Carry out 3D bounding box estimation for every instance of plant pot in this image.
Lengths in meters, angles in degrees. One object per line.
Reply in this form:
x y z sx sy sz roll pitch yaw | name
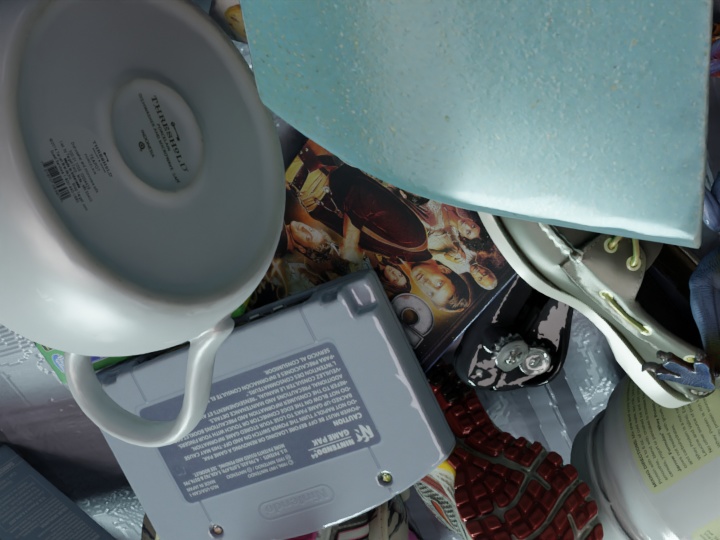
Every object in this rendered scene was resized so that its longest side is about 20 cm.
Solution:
0.052 -0.148 0.597 0.199 0.196 0.197 3 134 13 | plant pot

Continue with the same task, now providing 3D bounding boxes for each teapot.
-0.141 -0.039 0.678 0.146 0.201 0.197 -21 143 40 | teapot

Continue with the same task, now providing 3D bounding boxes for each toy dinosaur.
0.191 -0.026 0.700 0.104 0.182 0.200 4 152 21 | toy dinosaur

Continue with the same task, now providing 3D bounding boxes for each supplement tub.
0.237 0.095 0.825 0.145 0.145 0.200 32 128 -22 | supplement tub

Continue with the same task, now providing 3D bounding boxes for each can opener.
0.111 -0.011 0.793 0.063 0.079 0.201 14 122 -19 | can opener

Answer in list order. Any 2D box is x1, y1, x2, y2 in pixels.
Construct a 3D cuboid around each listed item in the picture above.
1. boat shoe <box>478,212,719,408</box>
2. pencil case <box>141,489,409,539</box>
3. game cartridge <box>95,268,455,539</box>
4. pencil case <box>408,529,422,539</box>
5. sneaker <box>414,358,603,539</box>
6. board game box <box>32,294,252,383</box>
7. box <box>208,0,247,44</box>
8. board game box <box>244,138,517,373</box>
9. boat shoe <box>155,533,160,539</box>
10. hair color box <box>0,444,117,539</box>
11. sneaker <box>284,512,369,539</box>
0.135 -0.005 0.721 0.202 0.072 0.060 43 140 -23 | boat shoe
-0.061 0.187 0.979 0.199 0.089 0.078 -8 102 17 | pencil case
-0.051 0.090 0.812 0.199 0.041 0.134 -20 100 23 | game cartridge
0.020 0.270 0.972 0.090 0.200 0.094 -5 120 3 | pencil case
0.085 0.139 0.871 0.078 0.200 0.082 -30 140 -12 | sneaker
-0.168 -0.038 0.793 0.134 0.029 0.201 -21 115 23 | board game box
0.021 -0.119 0.720 0.199 0.039 0.042 17 133 -10 | box
0.000 0.000 0.801 0.135 0.035 0.200 40 128 2 | board game box
-0.105 0.127 0.899 0.068 0.075 0.201 7 100 16 | boat shoe
-0.206 0.225 0.978 0.200 0.061 0.099 35 136 20 | hair color box
-0.021 0.171 0.885 0.073 0.201 0.088 -11 132 28 | sneaker
